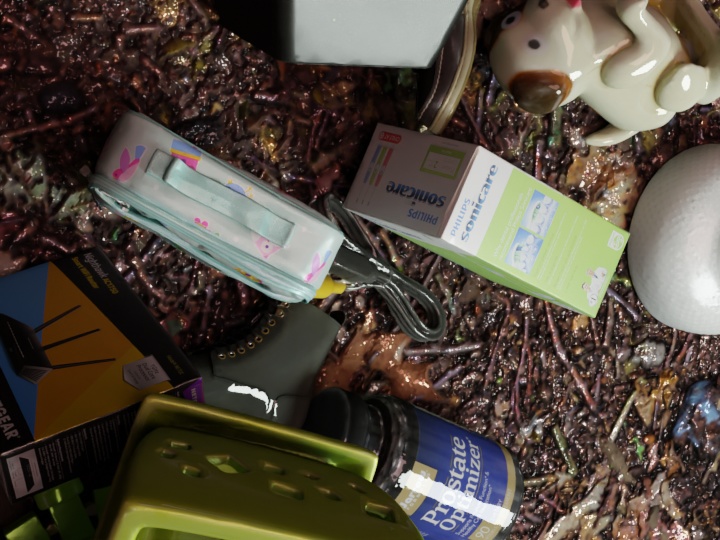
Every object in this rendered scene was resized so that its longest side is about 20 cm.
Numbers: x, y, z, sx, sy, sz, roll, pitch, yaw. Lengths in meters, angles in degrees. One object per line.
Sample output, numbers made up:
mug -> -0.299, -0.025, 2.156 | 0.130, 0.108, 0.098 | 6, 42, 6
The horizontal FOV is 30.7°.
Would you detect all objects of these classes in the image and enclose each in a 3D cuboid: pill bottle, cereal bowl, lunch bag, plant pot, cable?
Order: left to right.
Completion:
lunch bag -> -0.116, -0.046, 1.005 | 0.200, 0.160, 0.077 | 28, 88, -12
plant pot -> -0.084, 0.202, 0.858 | 0.198, 0.182, 0.201 | 16, 110, -14
plant pot -> -0.016, -0.260, 1.023 | 0.199, 0.199, 0.178 | -3, 113, -27
cable -> 0.000, 0.000, 1.171 | 0.200, 0.050, 0.097 | 28, 56, -43
pill bottle -> 0.041, 0.178, 1.179 | 0.200, 0.112, 0.112 | 26, 88, -30
cereal bowl -> 0.374, -0.027, 1.332 | 0.199, 0.083, 0.201 | -6, 104, -26

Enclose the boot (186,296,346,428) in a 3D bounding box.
boot -> -0.111, 0.062, 1.103 | 0.200, 0.077, 0.139 | 31, 81, -43

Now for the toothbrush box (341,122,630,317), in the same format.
toothbrush box -> 0.110, -0.044, 1.139 | 0.200, 0.145, 0.086 | 23, 89, -36

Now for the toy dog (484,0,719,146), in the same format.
toy dog -> 0.210, -0.200, 1.192 | 0.199, 0.194, 0.140 | 1, 58, -28

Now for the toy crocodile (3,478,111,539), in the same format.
toy crocodile -> -0.271, 0.219, 1.054 | 0.199, 0.062, 0.068 | -26, 94, -19

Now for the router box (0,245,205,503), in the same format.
router box -> -0.222, 0.068, 0.965 | 0.149, 0.200, 0.051 | -20, 129, -24

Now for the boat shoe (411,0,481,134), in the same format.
boat shoe -> 0.061, -0.204, 1.108 | 0.066, 0.072, 0.201 | 19, 57, -12
